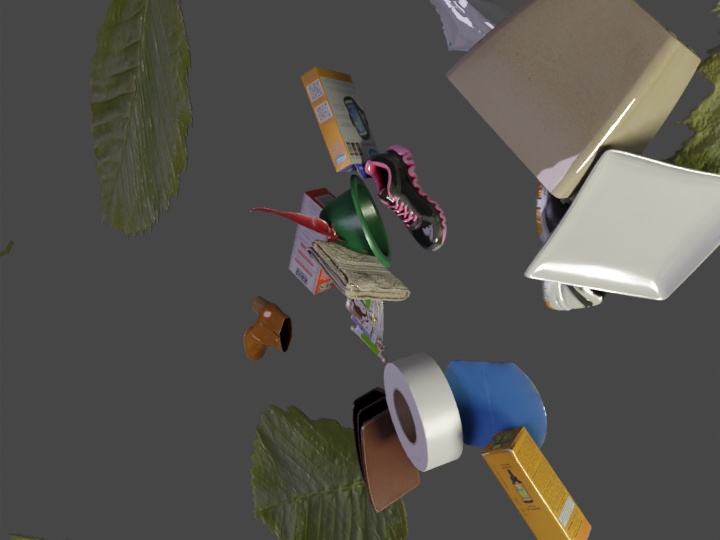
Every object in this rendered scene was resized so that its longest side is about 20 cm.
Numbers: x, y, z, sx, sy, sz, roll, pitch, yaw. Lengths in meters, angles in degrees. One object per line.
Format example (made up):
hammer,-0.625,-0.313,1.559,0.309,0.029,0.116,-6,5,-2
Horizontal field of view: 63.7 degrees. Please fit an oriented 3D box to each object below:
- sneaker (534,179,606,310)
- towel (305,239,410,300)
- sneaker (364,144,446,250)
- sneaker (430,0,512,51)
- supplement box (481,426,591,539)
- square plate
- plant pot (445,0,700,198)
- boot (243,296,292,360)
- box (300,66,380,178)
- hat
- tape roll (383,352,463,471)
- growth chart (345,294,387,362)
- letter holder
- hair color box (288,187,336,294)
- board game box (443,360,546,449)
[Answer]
sneaker,0.292,-0.045,0.791,0.087,0.075,0.202,-2,107,34
towel,0.000,0.000,1.051,0.133,0.199,0.035,48,112,27
sneaker,0.071,-0.118,0.990,0.079,0.095,0.201,-39,76,47
sneaker,0.138,-0.365,0.834,0.201,0.075,0.089,53,150,19
supplement box,0.281,0.352,0.924,0.066,0.069,0.201,-31,95,46
square plate,0.318,-0.048,0.668,0.199,0.198,0.029,109,167,-46
plant pot,0.258,-0.219,0.662,0.177,0.199,0.201,-49,67,34
boot,-0.235,0.179,1.492,0.144,0.070,0.203,34,124,40
box,-0.026,-0.253,1.026,0.041,0.119,0.202,-19,89,31
hat,-0.059,-0.070,1.046,0.175,0.166,0.201,-21,107,14
tape roll,0.110,0.255,1.058,0.202,0.070,0.204,164,90,-75
growth chart,0.006,0.076,1.178,0.144,0.018,0.202,36,142,44
letter holder,0.032,0.370,1.198,0.100,0.141,0.202,7,111,48
hair color box,-0.087,-0.061,1.227,0.101,0.061,0.201,43,133,30
board game box,0.230,0.224,0.989,0.199,0.039,0.160,-6,100,43
